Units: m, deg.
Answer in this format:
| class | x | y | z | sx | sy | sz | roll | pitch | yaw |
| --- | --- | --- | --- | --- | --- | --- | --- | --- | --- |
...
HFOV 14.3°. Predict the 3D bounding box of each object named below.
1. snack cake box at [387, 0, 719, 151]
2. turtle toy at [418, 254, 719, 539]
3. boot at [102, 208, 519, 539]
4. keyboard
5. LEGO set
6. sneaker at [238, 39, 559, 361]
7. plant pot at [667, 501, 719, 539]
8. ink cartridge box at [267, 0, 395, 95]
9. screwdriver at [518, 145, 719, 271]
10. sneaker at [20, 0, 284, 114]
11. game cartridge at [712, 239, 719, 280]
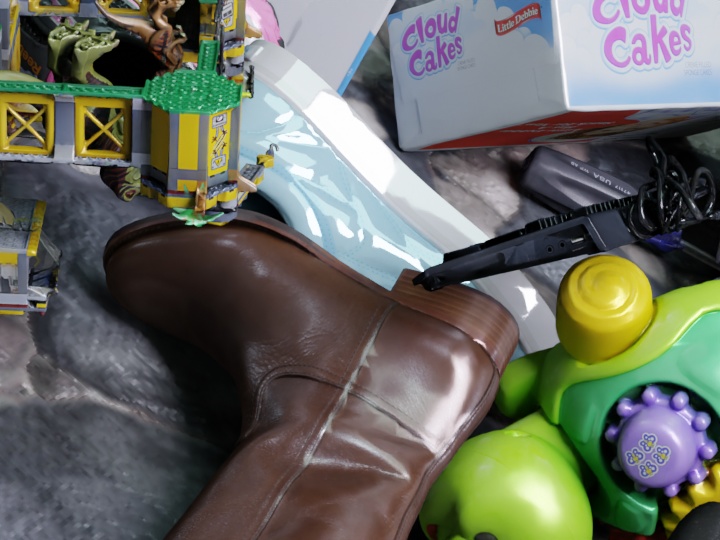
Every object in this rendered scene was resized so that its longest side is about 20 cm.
| class | x | y | z | sx | sy | sz | roll | pitch | yaw |
| --- | --- | --- | --- | --- | --- | --- | --- | --- | --- |
| snack cake box | 0.124 | -0.100 | 1.348 | 0.199 | 0.115 | 0.068 | -5 | 87 | -41 |
| turtle toy | 0.117 | 0.067 | 1.131 | 0.199 | 0.146 | 0.102 | -13 | 56 | -7 |
| boot | -0.056 | 0.073 | 1.064 | 0.185 | 0.064 | 0.201 | 10 | 51 | 26 |
| keyboard | 0.089 | -0.026 | 1.111 | 0.200 | 0.103 | 0.040 | -17 | 94 | -73 |
| LEGO set | -0.107 | -0.046 | 1.114 | 0.153 | 0.117 | 0.200 | -1 | 28 | -9 |
| sneaker | 0.000 | 0.000 | 1.205 | 0.200 | 0.074 | 0.082 | 43 | 75 | 1 |
| plant pot | 0.139 | 0.197 | 0.962 | 0.199 | 0.201 | 0.178 | 28 | 22 | -5 |
| ink cartridge box | 0.000 | -0.168 | 1.349 | 0.068 | 0.116 | 0.200 | 29 | 34 | -3 |
| screwdriver | 0.164 | -0.006 | 1.356 | 0.199 | 0.028 | 0.029 | 27 | 6 | -11 |
| sneaker | -0.132 | -0.120 | 1.230 | 0.199 | 0.081 | 0.087 | 27 | 46 | 3 |
| game cartridge | 0.232 | -0.051 | 1.338 | 0.129 | 0.038 | 0.201 | 26 | 68 | -31 |
